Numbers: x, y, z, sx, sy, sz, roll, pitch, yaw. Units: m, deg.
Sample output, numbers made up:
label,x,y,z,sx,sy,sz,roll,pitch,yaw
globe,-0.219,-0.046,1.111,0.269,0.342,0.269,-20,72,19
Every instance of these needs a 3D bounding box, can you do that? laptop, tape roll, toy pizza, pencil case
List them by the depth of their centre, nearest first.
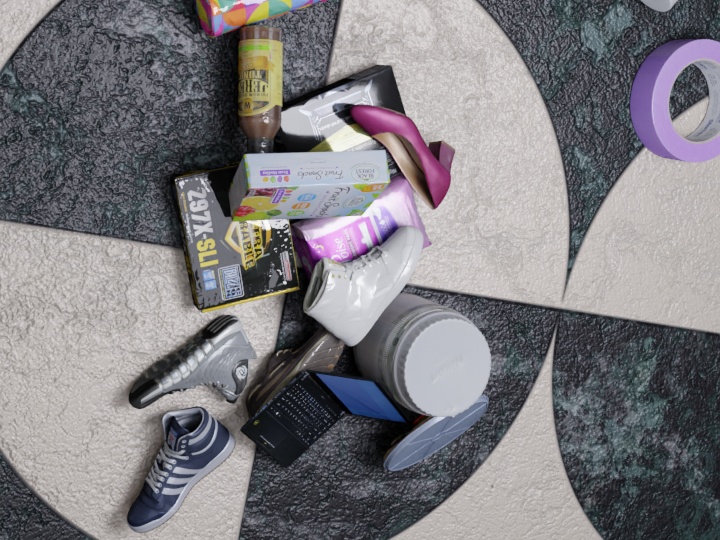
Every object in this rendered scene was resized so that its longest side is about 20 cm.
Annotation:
label,x,y,z,sx,sy,sz,roll,pitch,yaw
pencil case,-0.139,-0.393,1.459,0.198,0.088,0.090,-21,108,-18
laptop,-0.048,0.232,1.562,0.200,0.103,0.178,-42,145,-5
toy pizza,0.116,0.251,1.657,0.198,0.201,0.032,-29,68,-14
tape roll,0.555,-0.287,1.763,0.197,0.066,0.203,-5,103,-20

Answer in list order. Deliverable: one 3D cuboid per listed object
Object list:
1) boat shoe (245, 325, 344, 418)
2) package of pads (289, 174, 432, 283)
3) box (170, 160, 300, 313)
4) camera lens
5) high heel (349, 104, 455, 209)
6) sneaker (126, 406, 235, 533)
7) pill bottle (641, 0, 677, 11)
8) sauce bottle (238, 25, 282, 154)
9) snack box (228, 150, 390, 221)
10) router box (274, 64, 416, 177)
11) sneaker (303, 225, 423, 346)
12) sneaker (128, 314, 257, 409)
label,x,y,z,sx,sy,sz,roll,pitch,yaw
boat shoe,-0.106,0.151,1.578,0.200,0.073,0.074,-49,147,1
package of pads,0.001,-0.055,1.586,0.198,0.076,0.122,-26,106,-15
box,-0.182,-0.055,1.529,0.157,0.049,0.203,-12,105,-17
camera lens,0.089,0.125,1.586,0.158,0.200,0.163,-3,99,-22
high heel,0.058,-0.168,1.525,0.198,0.067,0.097,23,76,-28
sneaker,-0.281,0.284,1.528,0.200,0.070,0.109,-44,138,-15
pill bottle,0.525,-0.519,1.678,0.113,0.113,0.201,43,84,-23
sauce bottle,-0.139,-0.237,1.459,0.064,0.065,0.203,-1,90,-21
snack box,-0.074,-0.116,1.448,0.197,0.142,0.054,-4,76,-18
router box,-0.024,-0.198,1.558,0.198,0.052,0.159,-24,109,-16
sneaker,0.000,0.000,1.515,0.115,0.074,0.201,35,88,-29
sneaker,-0.234,0.167,1.540,0.199,0.075,0.116,-37,114,-12
